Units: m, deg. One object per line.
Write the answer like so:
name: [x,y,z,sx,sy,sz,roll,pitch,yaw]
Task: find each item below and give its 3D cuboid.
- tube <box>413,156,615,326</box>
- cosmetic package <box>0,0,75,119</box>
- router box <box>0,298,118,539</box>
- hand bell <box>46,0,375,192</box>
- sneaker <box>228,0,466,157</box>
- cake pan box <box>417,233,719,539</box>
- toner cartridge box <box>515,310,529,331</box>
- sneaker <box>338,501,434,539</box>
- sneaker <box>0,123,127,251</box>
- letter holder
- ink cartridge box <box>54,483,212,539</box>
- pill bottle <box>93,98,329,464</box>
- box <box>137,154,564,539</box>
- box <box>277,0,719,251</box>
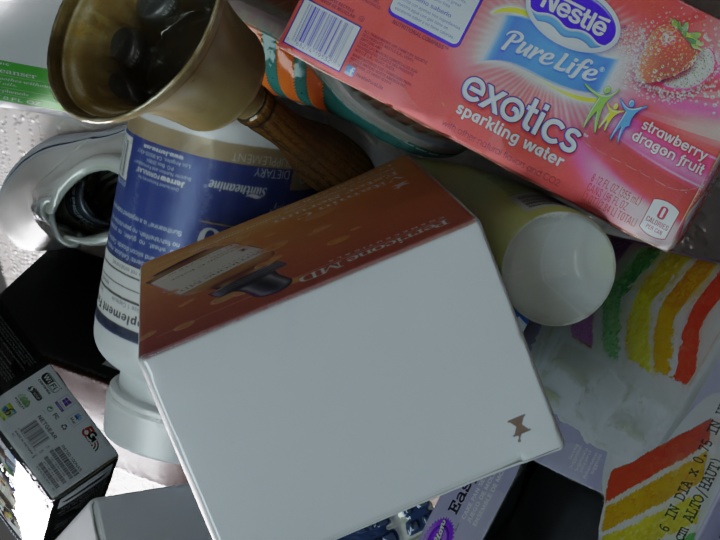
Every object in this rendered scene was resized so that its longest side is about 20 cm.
tube: [0.073,-0.020,0.816,0.052,0.200,0.058,-18,105,-3]
cosmetic package: [-0.167,-0.166,0.887,0.107,0.085,0.200,9,156,-8]
router box: [-0.231,0.071,1.034,0.200,0.051,0.149,51,154,10]
hand bell: [-0.047,-0.079,0.838,0.104,0.104,0.200,-1,158,37]
sneaker: [-0.025,-0.120,0.899,0.200,0.071,0.080,35,158,0]
cake pan box: [0.118,0.088,0.763,0.052,0.200,0.184,29,177,-25]
toner cartridge box: [0.096,0.092,0.883,0.043,0.095,0.200,58,-172,-67]
sneaker: [0.007,0.129,0.972,0.077,0.085,0.201,0,88,-5]
sneaker: [-0.176,-0.047,1.061,0.200,0.071,0.073,-20,110,45]
letter holder: [-0.141,0.089,1.126,0.200,0.101,0.142,17,134,25]
ink cartridge box: [-0.109,0.225,1.034,0.200,0.146,0.146,-45,56,54]
pill bottle: [-0.088,0.001,0.951,0.111,0.111,0.201,18,105,25]
box: [-0.013,0.034,0.778,0.200,0.152,0.107,-125,13,-77]
box: [0.079,-0.099,0.777,0.200,0.095,0.103,28,99,10]
